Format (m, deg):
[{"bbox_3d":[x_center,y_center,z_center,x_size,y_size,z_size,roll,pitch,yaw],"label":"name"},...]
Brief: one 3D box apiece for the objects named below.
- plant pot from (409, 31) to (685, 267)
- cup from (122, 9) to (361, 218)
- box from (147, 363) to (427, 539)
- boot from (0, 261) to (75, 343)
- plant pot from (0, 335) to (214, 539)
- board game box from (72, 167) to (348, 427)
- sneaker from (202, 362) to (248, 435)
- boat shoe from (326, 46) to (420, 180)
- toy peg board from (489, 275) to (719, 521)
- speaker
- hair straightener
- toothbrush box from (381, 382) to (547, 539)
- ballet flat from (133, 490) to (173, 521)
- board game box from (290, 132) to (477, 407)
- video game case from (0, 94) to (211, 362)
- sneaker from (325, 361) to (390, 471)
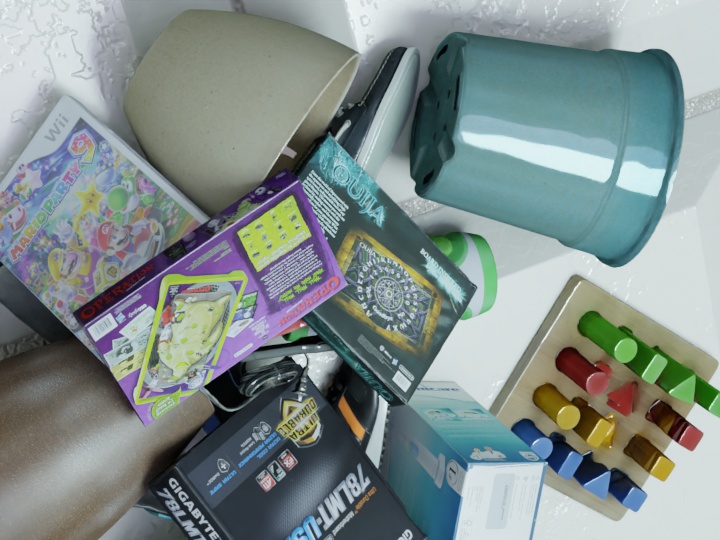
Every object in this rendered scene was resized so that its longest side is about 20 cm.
[{"bbox_3d":[0.156,-0.120,1.370,0.194,0.200,0.202,11,103,-13],"label":"plant pot"},{"bbox_3d":[-0.112,-0.136,1.280,0.143,0.200,0.201,34,94,2],"label":"cup"},{"bbox_3d":[-0.055,0.206,1.304,0.050,0.200,0.199,-38,89,37],"label":"box"},{"bbox_3d":[-0.209,0.021,1.352,0.181,0.073,0.201,-37,109,-4],"label":"boot"},{"bbox_3d":[-0.230,0.129,1.279,0.199,0.187,0.188,-32,114,-9],"label":"plant pot"},{"bbox_3d":[-0.113,0.022,1.194,0.199,0.032,0.121,-35,128,-12],"label":"board game box"},{"bbox_3d":[-0.078,0.165,1.410,0.078,0.070,0.200,-38,93,0],"label":"sneaker"},{"bbox_3d":[-0.005,-0.114,1.373,0.060,0.076,0.201,21,81,19],"label":"boat shoe"},{"bbox_3d":[0.254,0.145,1.530,0.199,0.098,0.200,29,96,-24],"label":"toy peg board"},{"bbox_3d":[0.022,0.015,1.414,0.198,0.088,0.089,-8,109,-16],"label":"speaker"},{"bbox_3d":[-0.055,0.077,1.298,0.199,0.041,0.078,-19,106,-40],"label":"hair straightener"},{"bbox_3d":[0.082,0.206,1.433,0.085,0.200,0.148,2,105,-24],"label":"toothbrush box"},{"bbox_3d":[-0.200,0.192,1.406,0.199,0.067,0.064,15,95,-23],"label":"ballet flat"},{"bbox_3d":[0.000,0.000,1.307,0.200,0.028,0.136,46,60,-18],"label":"board game box"},{"bbox_3d":[-0.217,-0.031,1.250,0.144,0.200,0.018,-53,155,7],"label":"video game case"},{"bbox_3d":[-0.024,0.149,1.451,0.089,0.070,0.202,4,103,-10],"label":"sneaker"}]
